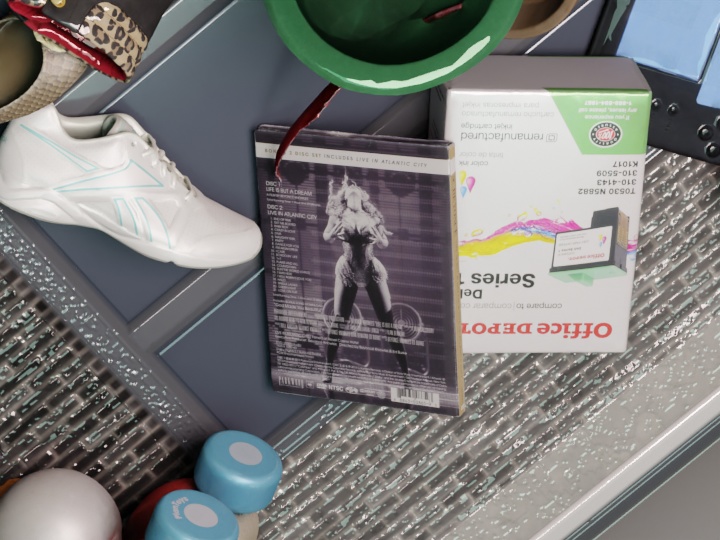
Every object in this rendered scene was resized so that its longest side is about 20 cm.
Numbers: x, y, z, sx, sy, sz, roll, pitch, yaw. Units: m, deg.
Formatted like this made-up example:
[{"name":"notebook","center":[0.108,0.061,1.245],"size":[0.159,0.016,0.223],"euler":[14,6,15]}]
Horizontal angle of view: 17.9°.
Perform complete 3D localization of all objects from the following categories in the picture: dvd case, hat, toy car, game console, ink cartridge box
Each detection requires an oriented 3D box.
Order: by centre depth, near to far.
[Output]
[{"name":"hat","center":[0.003,-0.184,1.517],"size":[0.199,0.176,0.166],"euler":[-27,90,-6]},{"name":"dvd case","center":[0.000,0.000,1.604],"size":[0.148,0.016,0.201],"euler":[7,113,24]},{"name":"ink cartridge box","center":[0.121,-0.045,1.617],"size":[0.144,0.084,0.201],"euler":[0,113,-6]},{"name":"toy car","center":[-0.187,0.190,1.631],"size":[0.199,0.177,0.185],"euler":[27,120,6]},{"name":"game console","center":[0.260,-0.177,1.639],"size":[0.176,0.031,0.201],"euler":[13,107,-19]}]

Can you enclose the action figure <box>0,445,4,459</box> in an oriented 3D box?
[{"name":"action figure","center":[-0.354,0.145,1.577],"size":[0.200,0.102,0.119],"euler":[-33,127,-1]}]

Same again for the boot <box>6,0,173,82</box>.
[{"name":"boot","center":[-0.177,-0.229,1.456],"size":[0.200,0.073,0.151],"euler":[38,75,-35]}]

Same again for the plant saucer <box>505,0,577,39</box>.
[{"name":"plant saucer","center":[0.079,-0.246,1.490],"size":[0.029,0.200,0.201],"euler":[-34,119,-31]}]

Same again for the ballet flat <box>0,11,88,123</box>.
[{"name":"ballet flat","center":[-0.259,-0.123,1.512],"size":[0.199,0.046,0.068],"euler":[-29,76,2]}]

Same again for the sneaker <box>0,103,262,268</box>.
[{"name":"sneaker","center":[-0.153,-0.058,1.562],"size":[0.200,0.070,0.081],"euler":[19,103,-20]}]
